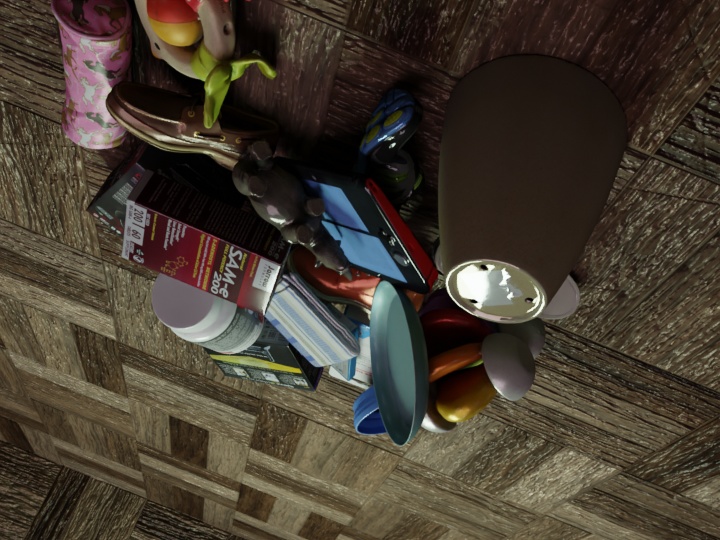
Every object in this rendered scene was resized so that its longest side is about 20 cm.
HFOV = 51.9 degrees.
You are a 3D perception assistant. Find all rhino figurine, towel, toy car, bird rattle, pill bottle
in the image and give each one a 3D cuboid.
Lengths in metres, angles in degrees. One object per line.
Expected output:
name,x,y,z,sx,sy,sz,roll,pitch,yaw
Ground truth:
rhino figurine,-0.071,-0.061,0.841,0.200,0.060,0.087,48,169,-21
towel,-0.079,0.075,1.052,0.147,0.024,0.200,47,158,-5
toy car,0.132,0.097,0.954,0.174,0.200,0.151,-33,98,32
bird rattle,-0.164,-0.247,0.710,0.161,0.113,0.202,24,148,27
pill bottle,-0.222,0.054,1.095,0.111,0.116,0.200,13,169,12

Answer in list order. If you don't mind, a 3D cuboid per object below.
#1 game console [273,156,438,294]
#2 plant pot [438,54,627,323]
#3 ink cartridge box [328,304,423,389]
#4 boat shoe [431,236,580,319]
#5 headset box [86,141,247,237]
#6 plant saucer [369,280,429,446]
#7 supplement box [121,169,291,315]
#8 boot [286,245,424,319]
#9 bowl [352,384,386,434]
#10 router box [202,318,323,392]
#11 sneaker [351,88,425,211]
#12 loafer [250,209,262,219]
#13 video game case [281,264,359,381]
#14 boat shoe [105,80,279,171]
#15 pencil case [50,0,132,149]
game console,-0.009,-0.053,0.857,0.198,0.031,0.177,20,156,50
plant pot,0.145,-0.060,0.699,0.183,0.203,0.189,15,147,10
ink cartridge box,0.021,0.111,1.137,0.114,0.069,0.201,20,147,2
boat shoe,0.179,0.001,0.916,0.196,0.074,0.062,20,-169,-10
headset box,-0.258,-0.095,0.995,0.148,0.076,0.198,39,143,-24
plant saucer,0.048,0.113,0.923,0.027,0.204,0.201,-5,150,-14
supplement box,-0.190,-0.032,0.917,0.196,0.062,0.110,22,137,-4
boot,0.000,0.000,0.999,0.196,0.076,0.108,22,139,-8
bowl,0.080,0.202,1.170,0.196,0.040,0.202,-16,154,-8
router box,-0.180,0.141,1.310,0.196,0.053,0.159,6,145,22
sneaker,0.038,-0.122,0.799,0.081,0.072,0.200,20,154,-1
loafer,-0.142,-0.037,1.000,0.076,0.068,0.201,54,141,15
video game case,-0.080,0.064,1.096,0.199,0.018,0.144,40,152,21
boat shoe,-0.181,-0.172,0.828,0.197,0.073,0.068,16,134,-31
pencil case,-0.298,-0.225,0.829,0.085,0.084,0.201,11,150,-14
